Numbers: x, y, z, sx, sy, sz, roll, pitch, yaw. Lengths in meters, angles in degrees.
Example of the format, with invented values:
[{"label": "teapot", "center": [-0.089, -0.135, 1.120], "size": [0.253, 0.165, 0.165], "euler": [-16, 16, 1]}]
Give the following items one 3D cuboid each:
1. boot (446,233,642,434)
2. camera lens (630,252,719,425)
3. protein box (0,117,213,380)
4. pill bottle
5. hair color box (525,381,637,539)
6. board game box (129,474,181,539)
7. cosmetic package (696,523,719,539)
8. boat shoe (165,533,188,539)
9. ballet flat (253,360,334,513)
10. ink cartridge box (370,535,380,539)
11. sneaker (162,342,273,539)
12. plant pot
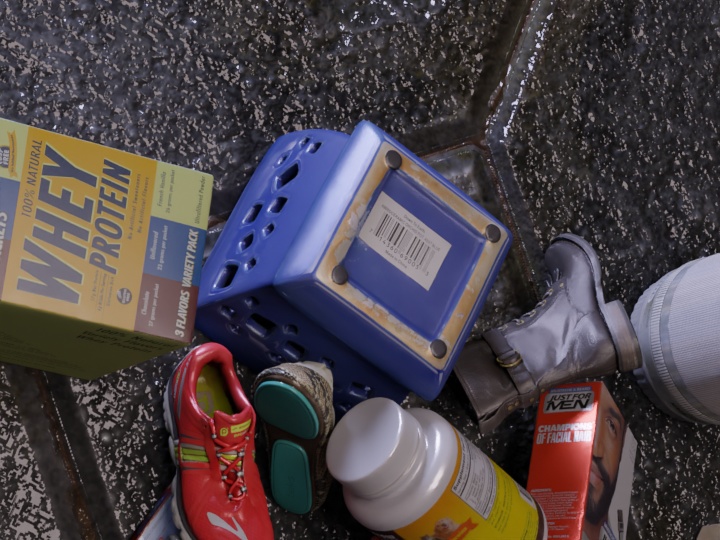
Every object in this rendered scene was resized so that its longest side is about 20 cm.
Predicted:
[{"label": "boot", "center": [0.145, 0.053, 1.835], "size": [0.173, 0.200, 0.069], "euler": [-19, 126, -4]}, {"label": "camera lens", "center": [0.364, 0.058, 1.898], "size": [0.159, 0.200, 0.161], "euler": [6, 77, -29]}, {"label": "protein box", "center": [-0.248, -0.012, 1.562], "size": [0.198, 0.200, 0.136], "euler": [14, 73, -27]}, {"label": "pill bottle", "center": [0.060, 0.187, 1.680], "size": [0.200, 0.109, 0.110], "euler": [42, 61, -37]}, {"label": "hair color box", "center": [0.191, 0.211, 1.796], "size": [0.111, 0.064, 0.201], "euler": [55, 37, -47]}, {"label": "board game box", "center": [-0.161, 0.268, 1.660], "size": [0.103, 0.019, 0.200], "euler": [43, 62, -14]}, {"label": "cosmetic package", "center": [0.333, 0.344, 1.896], "size": [0.105, 0.071, 0.200], "euler": [40, 63, -16]}, {"label": "boat shoe", "center": [-0.140, 0.309, 1.613], "size": [0.064, 0.074, 0.203], "euler": [18, 67, -18]}, {"label": "ballet flat", "center": [-0.047, 0.120, 1.676], "size": [0.068, 0.200, 0.075], "euler": [19, 55, 17]}, {"label": "ink cartridge box", "center": [0.053, 0.345, 1.714], "size": [0.162, 0.050, 0.201], "euler": [28, 71, -23]}, {"label": "sneaker", "center": [-0.113, 0.149, 1.643], "size": [0.077, 0.085, 0.201], "euler": [-3, 58, -28]}, {"label": "plant pot", "center": [0.000, 0.000, 1.715], "size": [0.200, 0.180, 0.201], "euler": [37, 65, -19]}]
